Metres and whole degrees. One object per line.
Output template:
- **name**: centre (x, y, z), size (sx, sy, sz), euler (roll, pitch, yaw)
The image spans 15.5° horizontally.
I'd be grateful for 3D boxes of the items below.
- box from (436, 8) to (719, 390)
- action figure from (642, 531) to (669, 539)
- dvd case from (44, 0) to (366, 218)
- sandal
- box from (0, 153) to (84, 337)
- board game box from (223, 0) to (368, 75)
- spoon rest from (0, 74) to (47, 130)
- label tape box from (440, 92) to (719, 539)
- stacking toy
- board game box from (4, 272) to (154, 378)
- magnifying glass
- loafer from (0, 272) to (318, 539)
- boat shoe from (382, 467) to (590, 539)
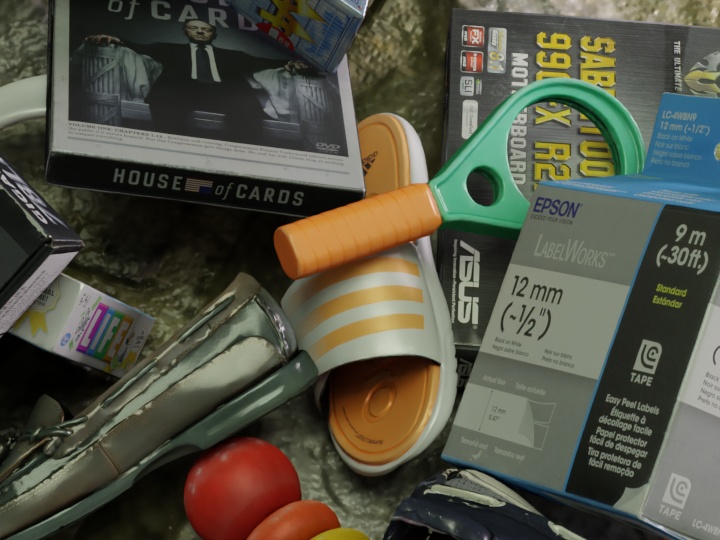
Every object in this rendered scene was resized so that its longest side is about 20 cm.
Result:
- **box**: centre (0.117, -0.032, 1.306), size (0.157, 0.048, 0.201), euler (4, 59, 0)
- **action figure**: centre (0.203, 0.153, 1.171), size (0.200, 0.105, 0.194), euler (-39, 78, -20)
- **dvd case**: centre (-0.078, -0.097, 1.293), size (0.149, 0.025, 0.200), euler (7, 37, -11)
- **sandal**: centre (-0.006, 0.003, 1.255), size (0.059, 0.079, 0.207), euler (29, 41, -37)
- **box**: centre (-0.255, -0.010, 1.142), size (0.199, 0.050, 0.200), euler (-45, 81, 8)
- **board game box**: centre (-0.058, -0.201, 1.296), size (0.199, 0.062, 0.201), euler (4, 64, -14)
- **spoon rest**: centre (-0.107, -0.067, 1.300), size (0.199, 0.061, 0.100), euler (-6, 41, -6)
- **label tape box**: centre (0.128, 0.010, 1.164), size (0.066, 0.143, 0.201), euler (21, 85, -34)
- **stacking toy**: centre (-0.008, 0.151, 1.178), size (0.085, 0.086, 0.200), euler (-31, 59, -20)
- **board game box**: centre (-0.203, -0.013, 1.224), size (0.199, 0.134, 0.034), euler (26, 88, 11)
- **magnifying glass**: centre (0.050, -0.036, 1.233), size (0.199, 0.022, 0.080), euler (-19, 84, -27)
- **loafer**: centre (-0.118, 0.071, 1.200), size (0.199, 0.072, 0.063), euler (-29, 94, -9)
- **boat shoe**: centre (0.091, 0.154, 1.106), size (0.199, 0.093, 0.075), euler (28, 102, 18)
